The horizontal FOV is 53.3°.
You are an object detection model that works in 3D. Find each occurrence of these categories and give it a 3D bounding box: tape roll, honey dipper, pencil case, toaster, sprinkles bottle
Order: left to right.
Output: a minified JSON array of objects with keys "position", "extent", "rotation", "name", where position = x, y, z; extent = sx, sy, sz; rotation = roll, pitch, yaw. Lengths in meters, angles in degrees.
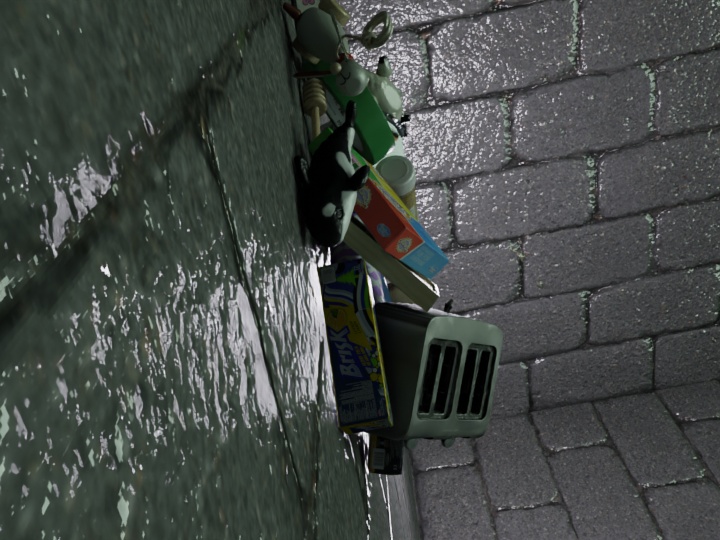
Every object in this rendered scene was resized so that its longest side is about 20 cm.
[{"position":[-0.062,-0.196,1.042],"extent":[0.038,0.037,0.203],"rotation":[75,7,-57],"name":"honey dipper"},{"position":[-0.020,-0.268,1.173],"extent":[0.202,0.048,0.200],"rotation":[54,-4,5],"name":"tape roll"},{"position":[-0.001,0.009,1.074],"extent":[0.084,0.084,0.203],"rotation":[113,-25,-57],"name":"pencil case"},{"position":[0.066,-0.108,1.241],"extent":[0.201,0.067,0.069],"rotation":[78,3,-56],"name":"sprinkles bottle"},{"position":[0.093,0.136,0.982],"extent":[0.179,0.118,0.204],"rotation":[12,88,-45],"name":"toaster"}]

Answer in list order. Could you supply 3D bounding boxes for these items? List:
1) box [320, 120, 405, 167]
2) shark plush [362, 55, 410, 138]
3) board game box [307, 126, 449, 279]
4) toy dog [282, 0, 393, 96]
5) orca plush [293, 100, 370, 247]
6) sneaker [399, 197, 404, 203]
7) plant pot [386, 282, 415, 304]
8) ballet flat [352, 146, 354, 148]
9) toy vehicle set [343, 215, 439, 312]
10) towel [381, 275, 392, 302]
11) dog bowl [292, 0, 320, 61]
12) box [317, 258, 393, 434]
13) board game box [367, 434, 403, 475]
[{"position":[0.013,-0.187,1.352],"extent":[0.097,0.123,0.204],"rotation":[-7,-86,52],"name":"box"},{"position":[0.036,-0.307,1.265],"extent":[0.199,0.082,0.093],"rotation":[20,84,-52],"name":"shark plush"},{"position":[0.025,-0.089,0.975],"extent":[0.201,0.040,0.153],"rotation":[54,13,29],"name":"board game box"},{"position":[-0.054,-0.327,1.009],"extent":[0.200,0.095,0.134],"rotation":[36,-77,53],"name":"toy dog"},{"position":[-0.042,-0.125,0.853],"extent":[0.071,0.104,0.203],"rotation":[32,61,-31],"name":"orca plush"},{"position":[0.044,-0.056,1.200],"extent":[0.071,0.074,0.201],"rotation":[-60,144,-29],"name":"sneaker"},{"position":[0.068,0.119,1.313],"extent":[0.177,0.198,0.200],"rotation":[63,5,-5],"name":"plant pot"},{"position":[-0.045,-0.182,1.160],"extent":[0.200,0.069,0.072],"rotation":[-93,173,-84],"name":"ballet flat"},{"position":[0.021,-0.026,0.964],"extent":[0.199,0.027,0.124],"rotation":[40,7,2],"name":"toy vehicle set"},{"position":[0.000,0.000,1.205],"extent":[0.112,0.048,0.202],"rotation":[45,22,-42],"name":"towel"},{"position":[-0.070,-0.425,1.301],"extent":[0.200,0.072,0.204],"rotation":[-10,90,-86],"name":"dog bowl"},{"position":[-0.007,0.093,0.890],"extent":[0.070,0.063,0.204],"rotation":[71,10,-70],"name":"box"},{"position":[0.045,0.202,1.134],"extent":[0.165,0.056,0.204],"rotation":[33,61,-87],"name":"board game box"}]
